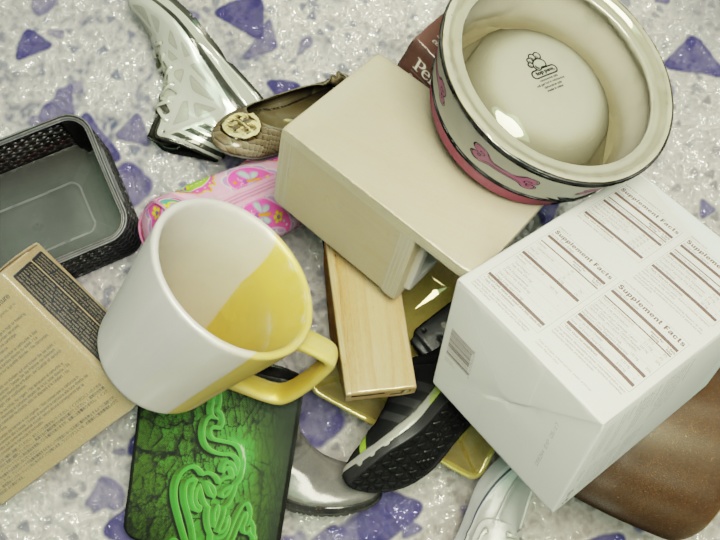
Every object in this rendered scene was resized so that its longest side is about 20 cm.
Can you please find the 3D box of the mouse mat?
[{"bbox_3d":[-0.145,0.186,0.812,0.160,0.008,0.201,11,103,6],"label":"mouse mat"}]

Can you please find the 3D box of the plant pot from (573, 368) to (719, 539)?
[{"bbox_3d":[0.221,0.140,0.803,0.199,0.187,0.188,16,81,-10],"label":"plant pot"}]

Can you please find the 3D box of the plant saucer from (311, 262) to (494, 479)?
[{"bbox_3d":[0.077,0.084,0.881,0.199,0.048,0.201,29,80,0],"label":"plant saucer"}]

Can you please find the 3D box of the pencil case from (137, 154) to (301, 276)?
[{"bbox_3d":[-0.118,-0.062,0.826,0.200,0.087,0.088,-29,85,-38],"label":"pencil case"}]

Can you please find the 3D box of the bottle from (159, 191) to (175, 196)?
[{"bbox_3d":[-0.193,0.022,0.854,0.083,0.065,0.201,2,81,20],"label":"bottle"}]

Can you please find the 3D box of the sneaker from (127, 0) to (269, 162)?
[{"bbox_3d":[-0.199,-0.199,0.881,0.115,0.076,0.201,-43,90,-10],"label":"sneaker"}]

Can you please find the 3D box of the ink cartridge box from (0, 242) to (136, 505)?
[{"bbox_3d":[-0.314,0.098,0.772,0.200,0.075,0.165,-35,106,21],"label":"ink cartridge box"}]

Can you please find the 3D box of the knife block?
[{"bbox_3d":[0.000,0.000,0.779,0.064,0.200,0.177,-7,112,-5],"label":"knife block"}]

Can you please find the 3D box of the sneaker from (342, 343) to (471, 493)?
[{"bbox_3d":[0.057,0.130,0.806,0.200,0.083,0.072,-44,131,11],"label":"sneaker"}]

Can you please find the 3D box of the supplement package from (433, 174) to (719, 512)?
[{"bbox_3d":[0.188,0.053,0.676,0.199,0.152,0.151,-30,60,-24],"label":"supplement package"}]

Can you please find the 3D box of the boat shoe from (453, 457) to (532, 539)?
[{"bbox_3d":[0.135,0.278,0.841,0.073,0.065,0.201,28,88,-40],"label":"boat shoe"}]

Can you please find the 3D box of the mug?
[{"bbox_3d":[-0.132,0.058,0.706,0.187,0.149,0.153,49,124,1],"label":"mug"}]

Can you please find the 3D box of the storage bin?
[{"bbox_3d":[-0.337,-0.053,0.843,0.199,0.094,0.136,-24,85,-8],"label":"storage bin"}]

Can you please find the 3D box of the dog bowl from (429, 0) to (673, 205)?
[{"bbox_3d":[0.143,-0.142,0.670,0.199,0.074,0.201,7,67,-16],"label":"dog bowl"}]

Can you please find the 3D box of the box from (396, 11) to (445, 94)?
[{"bbox_3d":[0.120,-0.153,0.821,0.166,0.200,0.164,44,61,3],"label":"box"}]

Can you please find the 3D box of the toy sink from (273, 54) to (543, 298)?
[{"bbox_3d":[0.042,-0.065,0.728,0.200,0.112,0.130,38,60,13],"label":"toy sink"}]

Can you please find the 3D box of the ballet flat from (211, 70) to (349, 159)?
[{"bbox_3d":[-0.069,-0.163,0.853,0.067,0.046,0.200,44,46,20],"label":"ballet flat"}]

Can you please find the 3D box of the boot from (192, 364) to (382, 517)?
[{"bbox_3d":[-0.068,0.163,0.828,0.199,0.070,0.132,7,103,-5],"label":"boot"}]

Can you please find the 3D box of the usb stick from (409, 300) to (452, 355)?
[{"bbox_3d":[0.140,0.028,0.854,0.200,0.033,0.056,-36,87,-8],"label":"usb stick"}]
